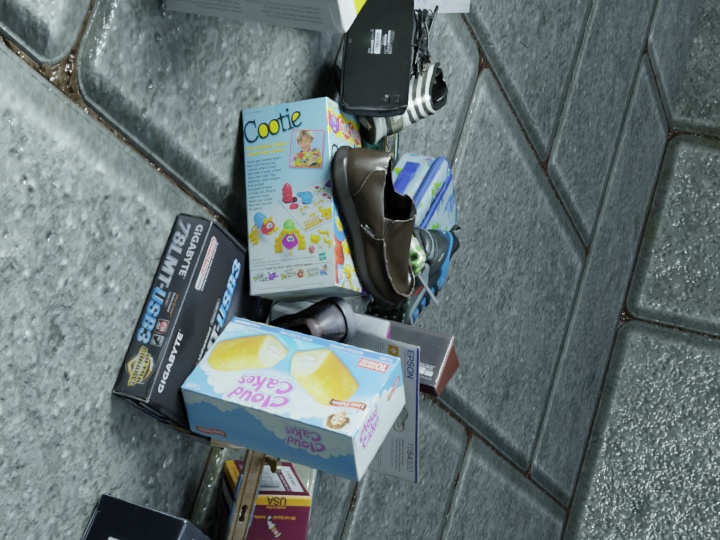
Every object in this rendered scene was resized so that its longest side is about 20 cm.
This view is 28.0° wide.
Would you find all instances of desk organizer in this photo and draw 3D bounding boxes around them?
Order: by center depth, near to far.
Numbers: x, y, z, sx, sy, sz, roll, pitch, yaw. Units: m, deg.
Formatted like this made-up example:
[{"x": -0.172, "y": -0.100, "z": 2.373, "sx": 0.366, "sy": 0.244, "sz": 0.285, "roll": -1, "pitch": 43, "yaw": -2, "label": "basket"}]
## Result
[{"x": 0.019, "y": 0.106, "z": 1.792, "sx": 0.077, "sy": 0.198, "sz": 0.072, "roll": 68, "pitch": 40, "yaw": -58, "label": "desk organizer"}]

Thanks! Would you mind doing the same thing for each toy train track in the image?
[{"x": -0.114, "y": 0.227, "z": 1.559, "sx": 0.114, "sy": 0.032, "sz": 0.202, "roll": 7, "pitch": 104, "yaw": -31, "label": "toy train track"}]

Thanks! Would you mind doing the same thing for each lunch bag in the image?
[{"x": 0.067, "y": -0.055, "z": 1.986, "sx": 0.201, "sy": 0.082, "sz": 0.162, "roll": -59, "pitch": 149, "yaw": -41, "label": "lunch bag"}]

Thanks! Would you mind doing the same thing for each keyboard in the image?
[{"x": 0.032, "y": -0.241, "z": 1.603, "sx": 0.040, "sy": 0.103, "sz": 0.202, "roll": 89, "pitch": 6, "yaw": -57, "label": "keyboard"}]

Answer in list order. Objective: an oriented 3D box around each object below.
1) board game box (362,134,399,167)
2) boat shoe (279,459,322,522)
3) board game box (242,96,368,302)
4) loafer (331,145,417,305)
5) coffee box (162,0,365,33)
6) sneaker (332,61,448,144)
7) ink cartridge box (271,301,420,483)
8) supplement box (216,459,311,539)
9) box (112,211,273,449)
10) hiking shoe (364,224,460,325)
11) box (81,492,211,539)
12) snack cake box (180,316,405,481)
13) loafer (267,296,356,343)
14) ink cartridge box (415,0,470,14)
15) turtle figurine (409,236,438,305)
[{"x": 0.027, "y": -0.210, "z": 1.834, "sx": 0.136, "sy": 0.028, "sz": 0.202, "roll": -65, "pitch": 159, "yaw": -62, "label": "board game box"}, {"x": -0.084, "y": 0.301, "z": 1.816, "sx": 0.062, "sy": 0.072, "sz": 0.202, "roll": 55, "pitch": 46, "yaw": -57, "label": "boat shoe"}, {"x": -0.059, "y": -0.073, "z": 1.565, "sx": 0.103, "sy": 0.104, "sz": 0.202, "roll": 15, "pitch": 71, "yaw": -68, "label": "board game box"}, {"x": 0.027, "y": -0.045, "z": 1.538, "sx": 0.073, "sy": 0.071, "sz": 0.201, "roll": -74, "pitch": 151, "yaw": -46, "label": "loafer"}, {"x": -0.077, "y": -0.364, "z": 1.305, "sx": 0.201, "sy": 0.198, "sz": 0.199, "roll": 76, "pitch": 34, "yaw": -47, "label": "coffee box"}, {"x": 0.039, "y": -0.205, "z": 1.680, "sx": 0.201, "sy": 0.114, "sz": 0.076, "roll": -124, "pitch": -162, "yaw": -64, "label": "sneaker"}, {"x": -0.012, "y": 0.143, "z": 1.736, "sx": 0.043, "sy": 0.198, "sz": 0.198, "roll": -46, "pitch": 143, "yaw": -52, "label": "ink cartridge box"}, {"x": -0.118, "y": 0.334, "z": 1.669, "sx": 0.110, "sy": 0.085, "sz": 0.202, "roll": -136, "pitch": -129, "yaw": -70, "label": "supplement box"}, {"x": -0.167, "y": 0.068, "z": 1.522, "sx": 0.199, "sy": 0.049, "sz": 0.202, "roll": 52, "pitch": 53, "yaw": -64, "label": "box"}, {"x": 0.071, "y": 0.033, "z": 1.888, "sx": 0.086, "sy": 0.074, "sz": 0.201, "roll": -6, "pitch": 132, "yaw": -42, "label": "hiking shoe"}, {"x": -0.212, "y": 0.337, "z": 1.476, "sx": 0.200, "sy": 0.103, "sz": 0.149, "roll": 62, "pitch": 46, "yaw": -59, "label": "box"}, {"x": -0.067, "y": 0.128, "z": 1.465, "sx": 0.115, "sy": 0.198, "sz": 0.068, "roll": -54, "pitch": 148, "yaw": -42, "label": "snack cake box"}, {"x": -0.085, "y": 0.086, "z": 1.603, "sx": 0.063, "sy": 0.200, "sz": 0.072, "roll": -21, "pitch": 81, "yaw": -44, "label": "loafer"}, {"x": 0.063, "y": -0.347, "z": 1.798, "sx": 0.200, "sy": 0.093, "sz": 0.045, "roll": -23, "pitch": 123, "yaw": -64, "label": "ink cartridge box"}, {"x": 0.000, "y": 0.000, "z": 1.755, "sx": 0.193, "sy": 0.143, "sz": 0.202, "roll": -22, "pitch": 129, "yaw": -52, "label": "turtle figurine"}]
